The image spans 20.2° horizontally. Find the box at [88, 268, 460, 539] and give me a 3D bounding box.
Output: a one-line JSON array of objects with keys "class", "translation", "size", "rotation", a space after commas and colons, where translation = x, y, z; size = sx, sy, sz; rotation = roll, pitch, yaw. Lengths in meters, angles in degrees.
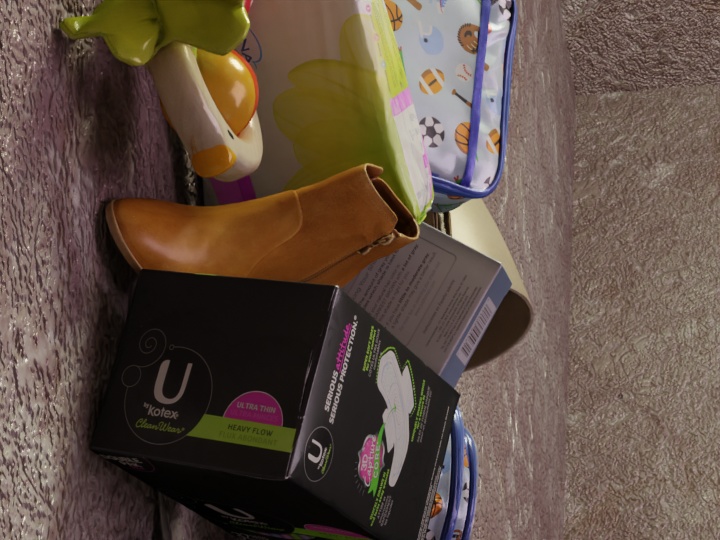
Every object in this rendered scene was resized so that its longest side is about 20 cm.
[{"class": "box", "translation": [-0.049, 0.095, 1.278], "size": [0.200, 0.148, 0.125], "rotation": [44, 56, -56]}]

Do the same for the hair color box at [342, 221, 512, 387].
[{"class": "hair color box", "translation": [0.000, 0.000, 1.490], "size": [0.099, 0.199, 0.061], "rotation": [-60, 163, -7]}]

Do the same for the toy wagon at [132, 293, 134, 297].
[{"class": "toy wagon", "translation": [-0.109, 0.064, 1.390], "size": [0.200, 0.039, 0.156], "rotation": [59, 30, -66]}]

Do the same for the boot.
[{"class": "boot", "translation": [-0.058, -0.034, 1.314], "size": [0.201, 0.144, 0.071], "rotation": [26, 41, -56]}]

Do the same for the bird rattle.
[{"class": "bird rattle", "translation": [-0.111, -0.133, 1.282], "size": [0.200, 0.112, 0.164], "rotation": [-76, 146, -84]}]

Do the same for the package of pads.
[{"class": "package of pads", "translation": [-0.041, -0.113, 1.413], "size": [0.068, 0.154, 0.201], "rotation": [-49, 124, -69]}]

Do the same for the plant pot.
[{"class": "plant pot", "translation": [0.053, -0.026, 1.914], "size": [0.187, 0.186, 0.201], "rotation": [66, 11, -59]}]

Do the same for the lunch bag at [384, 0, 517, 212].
[{"class": "lunch bag", "translation": [0.046, -0.152, 1.537], "size": [0.075, 0.160, 0.201], "rotation": [-24, -126, 60]}]

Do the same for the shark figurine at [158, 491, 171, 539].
[{"class": "shark figurine", "translation": [-0.104, 0.201, 1.272], "size": [0.214, 0.089, 0.129], "rotation": [31, 55, -78]}]

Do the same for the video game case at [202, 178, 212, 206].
[{"class": "video game case", "translation": [-0.091, -0.137, 1.571], "size": [0.200, 0.023, 0.183], "rotation": [-11, 98, -78]}]

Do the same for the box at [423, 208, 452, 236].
[{"class": "box", "translation": [0.005, 0.028, 1.606], "size": [0.021, 0.200, 0.164], "rotation": [20, 51, -32]}]

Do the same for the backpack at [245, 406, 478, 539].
[{"class": "backpack", "translation": [0.001, 0.164, 1.475], "size": [0.190, 0.153, 0.201], "rotation": [156, -61, -63]}]
